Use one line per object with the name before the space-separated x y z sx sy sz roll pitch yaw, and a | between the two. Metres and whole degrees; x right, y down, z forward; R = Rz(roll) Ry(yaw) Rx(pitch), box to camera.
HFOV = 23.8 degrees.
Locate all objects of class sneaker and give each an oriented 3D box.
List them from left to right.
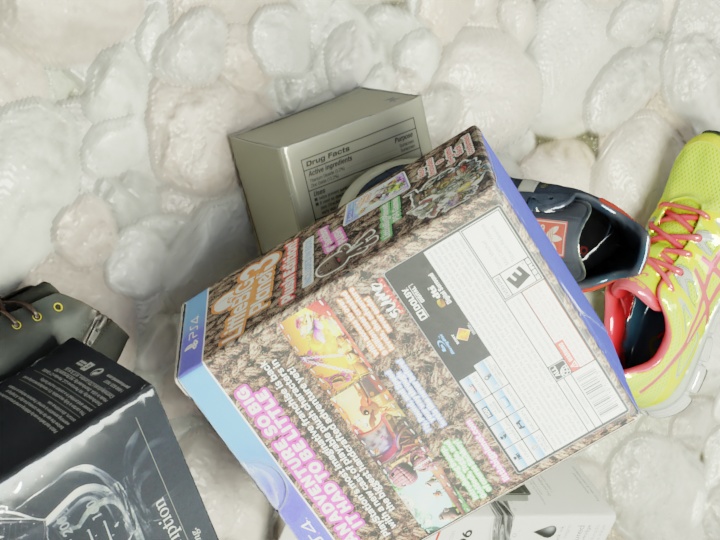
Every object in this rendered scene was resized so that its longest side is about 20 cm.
sneaker | -0.224 0.039 0.932 0.199 0.075 0.107 32 78 -39
sneaker | 0.084 -0.024 1.002 0.199 0.084 0.076 0 99 -30
sneaker | 0.210 0.001 1.157 0.090 0.078 0.202 13 93 -48

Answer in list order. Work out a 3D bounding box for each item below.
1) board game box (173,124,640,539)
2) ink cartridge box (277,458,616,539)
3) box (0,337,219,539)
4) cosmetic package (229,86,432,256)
board game box | 0.024 0.048 0.942 0.199 0.097 0.160 -30 112 10
ink cartridge box | 0.050 0.180 1.091 0.199 0.068 0.117 4 121 -31
box | -0.168 0.173 0.889 0.181 0.104 0.201 -32 118 -23
cosmetic package | 0.000 0.000 1.048 0.103 0.073 0.202 -21 109 -26
